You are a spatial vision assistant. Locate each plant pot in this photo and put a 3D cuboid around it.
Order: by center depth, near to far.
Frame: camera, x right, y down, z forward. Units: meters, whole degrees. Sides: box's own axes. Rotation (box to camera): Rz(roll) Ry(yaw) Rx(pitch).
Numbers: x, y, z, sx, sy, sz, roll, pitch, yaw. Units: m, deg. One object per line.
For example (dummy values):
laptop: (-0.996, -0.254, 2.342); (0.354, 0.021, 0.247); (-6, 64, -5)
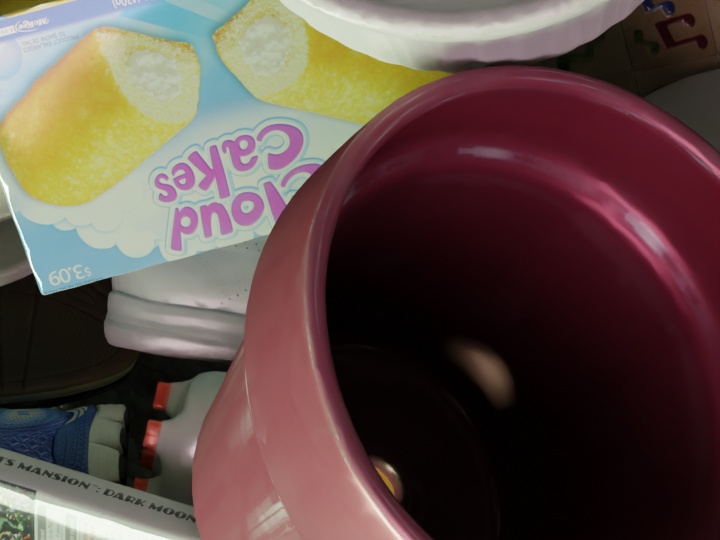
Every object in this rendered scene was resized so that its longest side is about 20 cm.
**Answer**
plant pot: (0.033, 0.055, 0.844); (0.199, 0.201, 0.179); (32, 146, -13)

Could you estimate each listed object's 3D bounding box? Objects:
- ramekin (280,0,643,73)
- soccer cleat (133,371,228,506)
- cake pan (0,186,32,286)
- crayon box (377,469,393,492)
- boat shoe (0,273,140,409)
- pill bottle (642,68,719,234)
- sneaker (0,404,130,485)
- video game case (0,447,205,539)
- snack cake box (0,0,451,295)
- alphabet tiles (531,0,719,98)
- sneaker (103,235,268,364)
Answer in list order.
ramekin: (0.033, -0.161, 0.802); (0.199, 0.098, 0.202); (-1, 80, 5)
soccer cleat: (-0.061, 0.130, 0.993); (0.077, 0.069, 0.201); (13, 123, -2)
cake pan: (-0.185, -0.082, 0.971); (0.199, 0.037, 0.201); (4, 123, 5)
crayon box: (0.004, 0.134, 1.066); (0.126, 0.052, 0.200); (-36, 112, 26)
boat shoe: (-0.191, 0.038, 1.037); (0.200, 0.072, 0.066); (-5, 149, -3)
pill bottle: (0.161, 0.029, 0.947); (0.113, 0.114, 0.201); (-13, 121, 16)
sneaker: (-0.161, 0.104, 1.034); (0.089, 0.079, 0.200); (12, 148, -16)
video game case: (-0.134, 0.155, 0.975); (0.181, 0.023, 0.201); (15, 127, 14)
snack cake box: (-0.040, -0.077, 0.907); (0.199, 0.067, 0.115); (-15, 118, 3)
alphabet tiles: (0.104, -0.137, 0.914); (0.166, 0.008, 0.201); (-10, 121, 14)
sneaker: (0.000, 0.000, 0.986); (0.199, 0.075, 0.089); (7, 86, -10)
